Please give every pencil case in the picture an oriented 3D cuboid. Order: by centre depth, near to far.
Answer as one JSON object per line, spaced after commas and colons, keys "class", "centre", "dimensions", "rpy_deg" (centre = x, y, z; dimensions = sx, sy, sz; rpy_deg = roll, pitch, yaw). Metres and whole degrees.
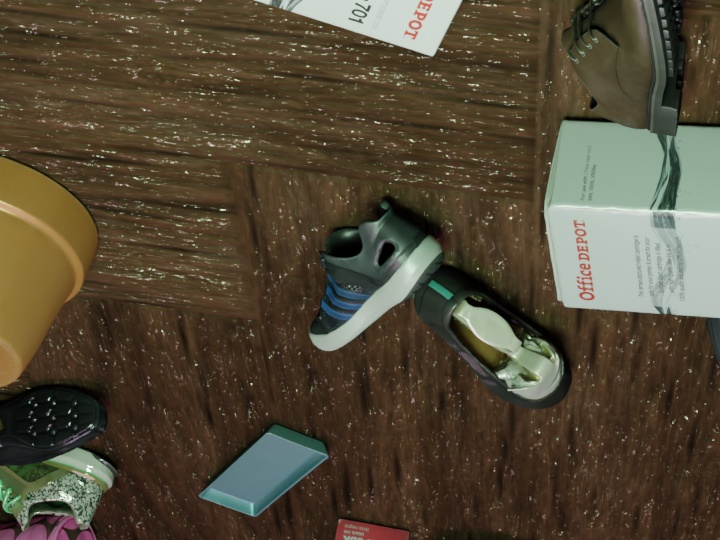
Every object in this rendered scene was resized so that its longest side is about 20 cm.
{"class": "pencil case", "centre": [-0.389, 0.334, 2.345], "dimensions": [0.199, 0.091, 0.094], "rpy_deg": [-12, 106, 38]}

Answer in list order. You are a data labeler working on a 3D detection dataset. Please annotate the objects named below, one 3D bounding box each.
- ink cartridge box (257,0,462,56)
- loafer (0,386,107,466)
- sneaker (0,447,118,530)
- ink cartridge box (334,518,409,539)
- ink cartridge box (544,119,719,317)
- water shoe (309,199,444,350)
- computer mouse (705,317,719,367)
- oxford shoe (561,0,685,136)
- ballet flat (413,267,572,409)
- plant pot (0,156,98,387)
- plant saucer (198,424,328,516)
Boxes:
{"class": "ink cartridge box", "centre": [-0.019, -0.233, 1.281], "dimensions": [0.199, 0.086, 0.147], "rpy_deg": [18, 149, -6]}
{"class": "loafer", "centre": [-0.329, 0.160, 2.065], "dimensions": [0.199, 0.069, 0.070], "rpy_deg": [-14, 160, 33]}
{"class": "sneaker", "centre": [-0.361, 0.228, 2.155], "dimensions": [0.198, 0.089, 0.077], "rpy_deg": [7, 149, 10]}
{"class": "ink cartridge box", "centre": [-0.006, 0.391, 2.184], "dimensions": [0.082, 0.201, 0.147], "rpy_deg": [10, 149, 3]}
{"class": "ink cartridge box", "centre": [0.244, -0.035, 1.509], "dimensions": [0.198, 0.084, 0.147], "rpy_deg": [4, 149, 13]}
{"class": "water shoe", "centre": [0.000, 0.000, 1.694], "dimensions": [0.079, 0.072, 0.200], "rpy_deg": [47, 145, -3]}
{"class": "computer mouse", "centre": [0.376, 0.093, 1.708], "dimensions": [0.140, 0.046, 0.200], "rpy_deg": [-4, 145, 28]}
{"class": "oxford shoe", "centre": [0.173, -0.156, 1.351], "dimensions": [0.084, 0.073, 0.200], "rpy_deg": [8, 149, 12]}
{"class": "ballet flat", "centre": [0.123, 0.069, 1.728], "dimensions": [0.200, 0.068, 0.068], "rpy_deg": [35, 176, -33]}
{"class": "plant pot", "centre": [-0.336, 0.008, 1.737], "dimensions": [0.198, 0.141, 0.201], "rpy_deg": [9, 148, 5]}
{"class": "plant saucer", "centre": [-0.100, 0.206, 2.095], "dimensions": [0.070, 0.019, 0.200], "rpy_deg": [22, 147, -16]}
